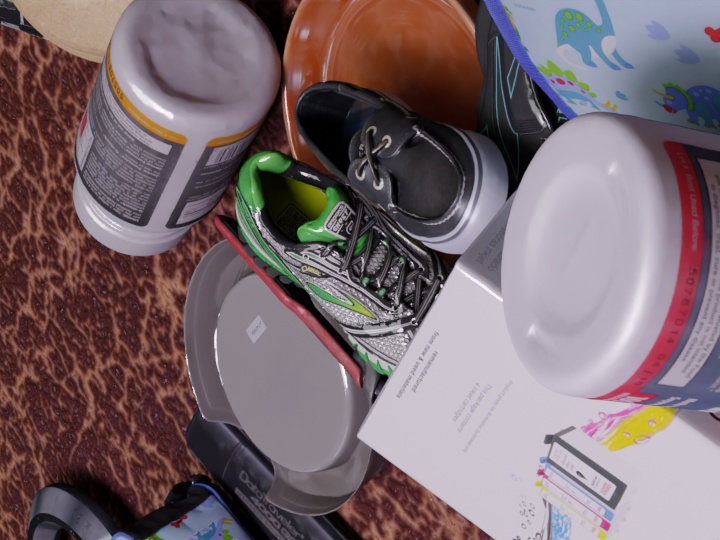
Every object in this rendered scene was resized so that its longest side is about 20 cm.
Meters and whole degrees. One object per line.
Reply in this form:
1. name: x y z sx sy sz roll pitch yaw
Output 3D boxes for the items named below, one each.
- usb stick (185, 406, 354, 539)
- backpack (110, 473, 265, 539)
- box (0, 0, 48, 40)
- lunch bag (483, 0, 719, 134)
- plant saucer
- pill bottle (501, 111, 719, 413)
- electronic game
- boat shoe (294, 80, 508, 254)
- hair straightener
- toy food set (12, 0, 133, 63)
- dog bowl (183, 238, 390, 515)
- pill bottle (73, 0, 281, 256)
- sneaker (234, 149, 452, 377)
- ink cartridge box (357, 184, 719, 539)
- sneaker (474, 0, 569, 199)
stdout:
1. usb stick: -0.063 0.173 1.237 0.200 0.032 0.056 43 126 29
2. backpack: -0.115 0.292 1.246 0.200 0.147 0.184 43 146 19
3. box: -0.239 -0.280 1.252 0.160 0.043 0.202 21 119 42
4. lunch bag: 0.172 -0.115 0.796 0.169 0.128 0.201 12 142 46
5. plant saucer: 0.026 -0.098 1.033 0.199 0.032 0.202 21 120 42
6. pill bottle: 0.174 0.004 0.720 0.119 0.198 0.121 -172 90 -66
7. electronic game: -0.234 0.281 1.462 0.199 0.041 0.201 31 134 39
8. boat shoe: 0.017 -0.062 0.935 0.200 0.056 0.069 40 112 61
9. hair straightener: -0.011 0.011 1.039 0.077 0.041 0.200 -47 63 14
10. toy food set: -0.182 -0.244 1.152 0.196 0.049 0.202 13 116 21
11. dog bowl: -0.041 0.066 1.150 0.199 0.058 0.202 19 117 42
12. pill bottle: -0.135 -0.097 1.139 0.117 0.116 0.200 59 149 14
13. sneaker: 0.000 0.000 0.984 0.199 0.078 0.085 32 165 17
14. ink cartridge box: 0.133 0.061 0.842 0.199 0.147 0.145 35 134 7
15. sneaker: 0.097 -0.070 0.916 0.079 0.075 0.202 -138 43 -63
